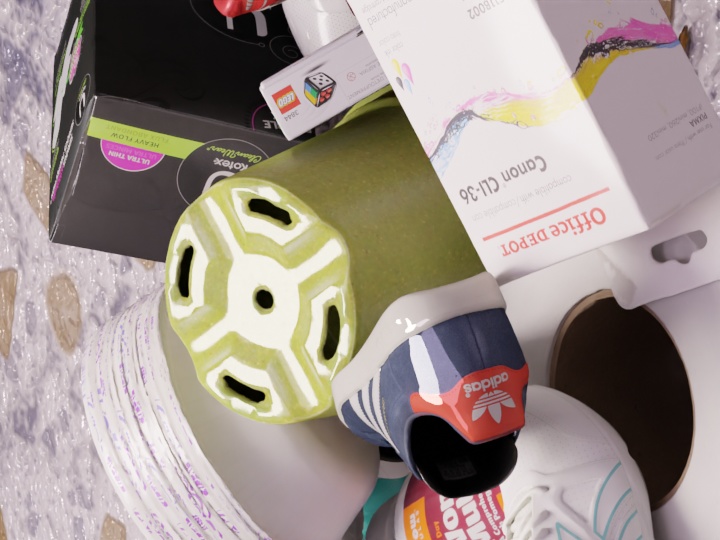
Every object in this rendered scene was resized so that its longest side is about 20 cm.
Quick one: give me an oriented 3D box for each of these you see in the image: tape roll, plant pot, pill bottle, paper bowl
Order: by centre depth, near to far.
[{"bbox_3d":[0.176,0.055,1.055,0.202,0.139,0.204,17,111,54],"label":"tape roll"},{"bbox_3d":[0.000,0.000,1.164,0.200,0.184,0.202,10,107,35],"label":"plant pot"},{"bbox_3d":[0.087,0.139,1.230,0.200,0.109,0.110,-40,64,51],"label":"pill bottle"},{"bbox_3d":[-0.064,0.093,1.266,0.104,0.200,0.201,-31,67,18],"label":"paper bowl"}]

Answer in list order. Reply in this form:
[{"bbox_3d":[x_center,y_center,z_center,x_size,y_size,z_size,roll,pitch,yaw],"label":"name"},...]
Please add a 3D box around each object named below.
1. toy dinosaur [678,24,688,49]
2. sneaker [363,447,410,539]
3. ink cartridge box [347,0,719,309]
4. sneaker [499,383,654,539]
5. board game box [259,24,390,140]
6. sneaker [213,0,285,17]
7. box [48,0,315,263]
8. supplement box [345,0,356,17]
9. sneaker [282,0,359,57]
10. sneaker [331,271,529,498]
[{"bbox_3d":[0.126,-0.115,1.175,0.106,0.060,0.201,17,134,53],"label":"toy dinosaur"},{"bbox_3d":[-0.056,0.127,1.439,0.199,0.084,0.121,27,120,25],"label":"sneaker"},{"bbox_3d":[0.085,-0.069,0.935,0.116,0.067,0.201,-23,96,56],"label":"ink cartridge box"},{"bbox_3d":[0.098,0.137,0.992,0.201,0.080,0.071,65,144,32],"label":"sneaker"},{"bbox_3d":[0.004,-0.120,1.195,0.035,0.126,0.200,61,180,-6],"label":"board game box"},{"bbox_3d":[-0.091,-0.216,1.204,0.200,0.085,0.077,58,-176,-43],"label":"sneaker"},{"bbox_3d":[-0.119,-0.113,1.397,0.201,0.148,0.125,-96,23,-47],"label":"box"},{"bbox_3d":[-0.019,-0.229,1.151,0.109,0.061,0.200,63,-178,18],"label":"supplement box"},{"bbox_3d":[-0.025,-0.215,1.318,0.116,0.073,0.201,19,-118,-84],"label":"sneaker"},{"bbox_3d":[0.036,0.072,1.013,0.200,0.075,0.085,105,146,-72],"label":"sneaker"}]
